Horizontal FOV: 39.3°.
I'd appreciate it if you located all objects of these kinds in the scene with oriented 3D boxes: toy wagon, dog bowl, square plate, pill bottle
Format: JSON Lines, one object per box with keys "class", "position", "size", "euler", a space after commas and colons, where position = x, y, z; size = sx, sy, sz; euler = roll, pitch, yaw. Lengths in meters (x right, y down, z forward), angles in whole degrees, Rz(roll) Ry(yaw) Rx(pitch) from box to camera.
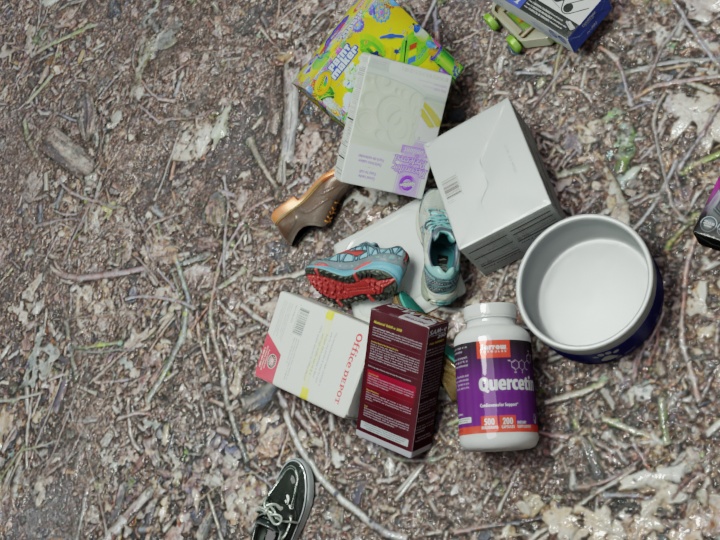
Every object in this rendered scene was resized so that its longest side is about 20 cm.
{"class": "toy wagon", "position": [0.301, -0.428, 1.660], "size": [0.155, 0.039, 0.201], "euler": [-42, 56, 10]}
{"class": "dog bowl", "position": [0.325, 0.027, 1.431], "size": [0.197, 0.079, 0.203], "euler": [-12, 64, 26]}
{"class": "square plate", "position": [0.056, -0.008, 1.639], "size": [0.198, 0.028, 0.200], "euler": [-28, 58, 19]}
{"class": "pill bottle", "position": [0.189, 0.152, 1.422], "size": [0.111, 0.112, 0.203], "euler": [-9, 76, 27]}

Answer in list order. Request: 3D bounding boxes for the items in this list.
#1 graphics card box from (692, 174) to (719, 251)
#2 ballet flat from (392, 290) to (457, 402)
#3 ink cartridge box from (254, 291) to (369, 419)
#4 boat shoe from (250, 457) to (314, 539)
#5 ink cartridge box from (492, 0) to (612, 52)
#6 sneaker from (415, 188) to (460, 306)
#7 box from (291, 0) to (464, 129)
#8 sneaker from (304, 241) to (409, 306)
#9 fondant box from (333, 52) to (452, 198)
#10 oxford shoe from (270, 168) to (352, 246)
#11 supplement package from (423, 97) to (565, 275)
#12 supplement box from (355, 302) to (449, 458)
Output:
{"class": "graphics card box", "position": [0.553, -0.112, 1.371], "size": [0.125, 0.051, 0.202], "euler": [24, 85, 35]}
{"class": "ballet flat", "position": [0.100, 0.122, 1.536], "size": [0.200, 0.068, 0.073], "euler": [47, 110, 24]}
{"class": "ink cartridge box", "position": [-0.054, 0.135, 1.599], "size": [0.198, 0.083, 0.147], "euler": [20, 92, 35]}
{"class": "boat shoe", "position": [-0.133, 0.387, 1.562], "size": [0.073, 0.068, 0.202], "euler": [15, 78, 34]}
{"class": "ink cartridge box", "position": [0.297, -0.439, 1.615], "size": [0.094, 0.044, 0.200], "euler": [-49, 55, 3]}
{"class": "sneaker", "position": [0.129, -0.051, 1.558], "size": [0.076, 0.087, 0.203], "euler": [-1, 58, -4]}
{"class": "box", "position": [0.027, -0.322, 1.666], "size": [0.201, 0.192, 0.122], "euler": [-50, 21, 2]}
{"class": "sneaker", "position": [0.000, 0.000, 1.621], "size": [0.198, 0.080, 0.096], "euler": [1, 41, 40]}
{"class": "fondant box", "position": [0.051, -0.229, 1.603], "size": [0.058, 0.142, 0.203], "euler": [-132, 54, -69]}
{"class": "oxford shoe", "position": [-0.059, -0.116, 1.739], "size": [0.199, 0.071, 0.074], "euler": [-34, 76, 20]}
{"class": "supplement package", "position": [0.208, -0.127, 1.545], "size": [0.154, 0.111, 0.202], "euler": [-27, 58, 18]}
{"class": "supplement box", "position": [0.061, 0.161, 1.495], "size": [0.108, 0.061, 0.203], "euler": [17, 107, 35]}
